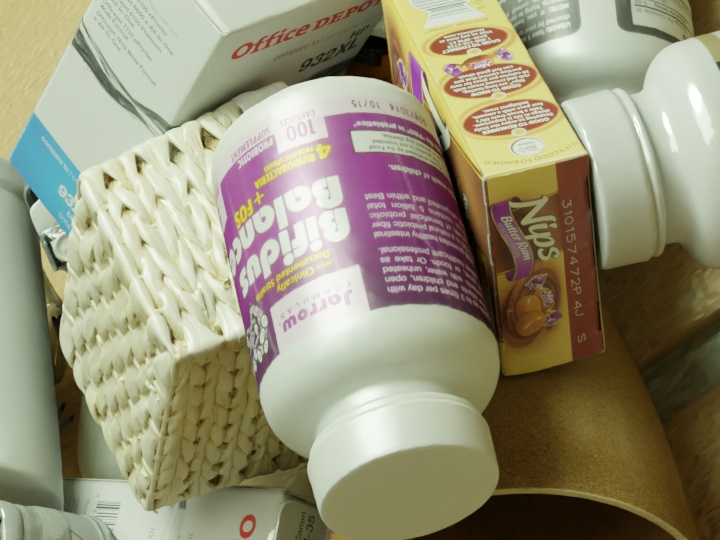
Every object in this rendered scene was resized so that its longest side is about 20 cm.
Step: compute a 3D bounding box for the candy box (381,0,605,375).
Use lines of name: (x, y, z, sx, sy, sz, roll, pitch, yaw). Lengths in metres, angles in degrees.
candy box: (0.062, -0.054, 1.411, 0.056, 0.117, 0.200, -14, 35, -9)

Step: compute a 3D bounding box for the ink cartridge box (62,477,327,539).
ink cartridge box: (-0.100, 0.198, 1.604, 0.200, 0.083, 0.147, -1, 70, 43)

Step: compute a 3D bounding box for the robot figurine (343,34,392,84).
robot figurine: (-0.027, -0.153, 1.614, 0.200, 0.058, 0.145, 24, 114, 39)

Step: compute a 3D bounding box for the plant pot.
plant pot: (0.076, 0.084, 1.443, 0.186, 0.186, 0.200, -29, 42, 31)

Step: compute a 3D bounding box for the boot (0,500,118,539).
boot: (-0.201, 0.223, 1.560, 0.073, 0.095, 0.201, 7, 80, 45)

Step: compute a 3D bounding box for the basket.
basket: (-0.077, 0.020, 1.498, 0.136, 0.123, 0.200, 61, 158, 23)

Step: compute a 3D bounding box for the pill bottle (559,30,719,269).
pill bottle: (0.199, -0.063, 1.356, 0.199, 0.111, 0.111, -14, 53, -6)

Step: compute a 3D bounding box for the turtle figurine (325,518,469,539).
turtle figurine: (-0.001, 0.190, 1.500, 0.161, 0.200, 0.064, -58, 2, -23)

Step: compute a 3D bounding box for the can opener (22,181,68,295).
can opener: (-0.134, 0.031, 1.656, 0.053, 0.200, 0.066, -23, 18, -2)

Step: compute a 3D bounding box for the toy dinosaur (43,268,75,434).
toy dinosaur: (-0.211, 0.095, 1.767, 0.101, 0.058, 0.200, 143, 149, -78)

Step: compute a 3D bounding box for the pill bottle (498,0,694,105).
pill bottle: (0.122, -0.126, 1.525, 0.111, 0.111, 0.201, -23, 57, 34)

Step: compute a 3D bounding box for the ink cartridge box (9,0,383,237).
ink cartridge box: (-0.080, -0.111, 1.525, 0.084, 0.145, 0.200, 52, 138, 15)

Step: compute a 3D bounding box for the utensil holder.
utensil holder: (-0.257, 0.053, 1.639, 0.170, 0.170, 0.200, -28, 57, 31)

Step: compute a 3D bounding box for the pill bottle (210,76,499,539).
pill bottle: (0.001, 0.019, 1.323, 0.112, 0.112, 0.200, -35, 52, 27)

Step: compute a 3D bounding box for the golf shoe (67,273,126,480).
golf shoe: (-0.148, 0.034, 1.717, 0.078, 0.097, 0.201, -1, 72, 41)
